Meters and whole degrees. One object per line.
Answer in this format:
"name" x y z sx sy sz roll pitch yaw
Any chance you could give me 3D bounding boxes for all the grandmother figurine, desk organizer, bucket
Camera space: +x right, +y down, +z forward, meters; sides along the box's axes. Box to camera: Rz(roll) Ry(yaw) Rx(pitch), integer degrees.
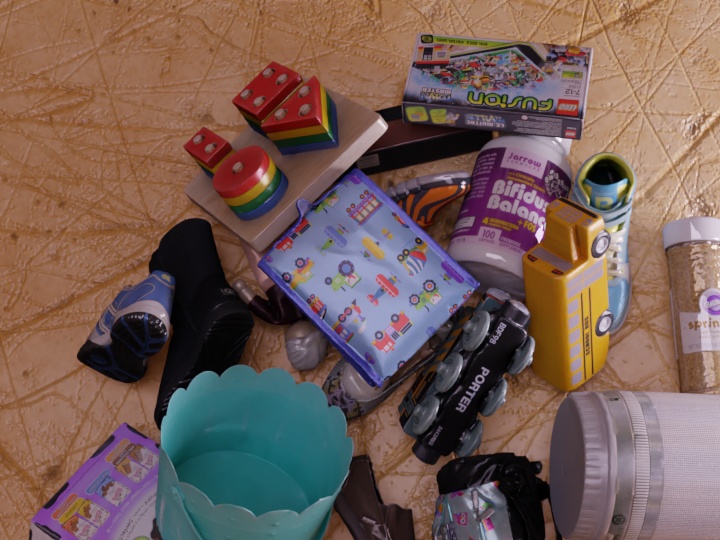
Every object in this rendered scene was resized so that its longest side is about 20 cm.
"grandmother figurine" -0.085 0.017 1.555 0.120 0.061 0.201 -18 77 -9
"desk organizer" 0.049 -0.168 1.577 0.198 0.072 0.078 -12 73 3
"bucket" -0.116 0.214 1.410 0.205 0.135 0.208 10 41 -9

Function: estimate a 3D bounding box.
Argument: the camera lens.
"camera lens" 0.307 0.205 1.393 0.198 0.160 0.161 3 76 -6

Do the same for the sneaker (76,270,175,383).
"sneaker" -0.253 0.066 1.511 0.075 0.200 0.077 30 56 -20

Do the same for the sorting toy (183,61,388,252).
"sorting toy" -0.102 -0.141 1.526 0.200 0.070 0.199 -44 35 -8

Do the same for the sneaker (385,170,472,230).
"sneaker" 0.053 -0.036 1.526 0.199 0.077 0.113 -23 81 36

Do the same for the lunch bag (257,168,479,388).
"lunch bag" 0.000 0.000 1.437 0.151 0.094 0.200 -44 90 -7

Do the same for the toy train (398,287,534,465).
"toy train" 0.111 0.110 1.457 0.085 0.114 0.201 27 101 -16

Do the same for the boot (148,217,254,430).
"boot" -0.197 0.060 1.544 0.201 0.076 0.169 -62 40 30

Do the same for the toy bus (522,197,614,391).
"toy bus" 0.218 0.026 1.444 0.078 0.201 0.065 -32 42 -25

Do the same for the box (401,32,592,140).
"box" 0.152 -0.205 1.508 0.198 0.035 0.111 6 55 9

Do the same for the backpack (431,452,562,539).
"backpack" 0.139 0.297 1.421 0.126 0.167 0.202 -11 78 21

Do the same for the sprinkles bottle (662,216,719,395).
"sprinkles bottle" 0.373 0.045 1.488 0.068 0.068 0.202 -4 76 6

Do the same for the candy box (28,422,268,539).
"candy box" -0.225 0.283 1.456 0.199 0.072 0.168 30 44 12

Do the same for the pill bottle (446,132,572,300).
"pill bottle" 0.172 -0.078 1.514 0.111 0.112 0.201 15 71 10

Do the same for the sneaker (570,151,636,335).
"sneaker" 0.262 -0.035 1.488 0.079 0.131 0.202 -3 77 5

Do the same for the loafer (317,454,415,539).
"loafer" 0.029 0.282 1.467 0.071 0.073 0.201 -32 76 -2

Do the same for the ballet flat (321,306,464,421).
"ballet flat" 0.033 0.095 1.515 0.200 0.072 0.072 -36 75 -3
